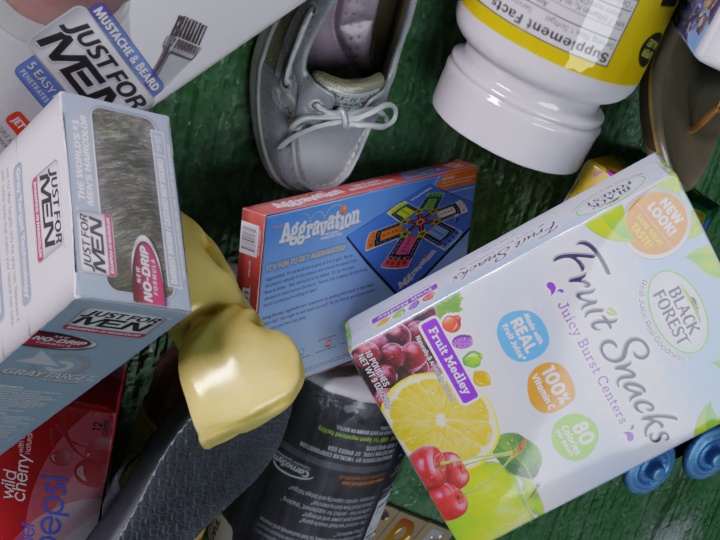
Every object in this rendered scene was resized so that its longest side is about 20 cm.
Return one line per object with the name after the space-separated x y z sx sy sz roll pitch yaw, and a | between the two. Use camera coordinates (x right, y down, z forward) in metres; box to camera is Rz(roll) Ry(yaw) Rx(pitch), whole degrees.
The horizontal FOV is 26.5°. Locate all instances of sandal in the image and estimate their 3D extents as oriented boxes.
0.227 -0.138 0.918 0.080 0.054 0.201 45 70 -35 | sandal
-0.113 0.123 0.845 0.201 0.043 0.076 -51 138 -10 | sandal

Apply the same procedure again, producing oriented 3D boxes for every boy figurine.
-0.089 0.018 0.771 0.064 0.200 0.125 -29 137 -12 | boy figurine

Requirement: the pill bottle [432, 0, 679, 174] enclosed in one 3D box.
0.119 -0.163 0.833 0.113 0.114 0.202 6 120 -36 | pill bottle

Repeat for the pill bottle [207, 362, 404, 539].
-0.034 0.131 0.957 0.105 0.106 0.202 1 121 -34 | pill bottle

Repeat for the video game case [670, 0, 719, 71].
0.220 -0.222 0.820 0.023 0.183 0.201 23 112 -9 | video game case

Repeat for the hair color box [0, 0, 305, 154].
-0.110 -0.142 0.719 0.199 0.064 0.111 -35 135 1 | hair color box

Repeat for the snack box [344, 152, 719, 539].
0.110 0.047 0.847 0.198 0.053 0.143 -28 107 7 | snack box

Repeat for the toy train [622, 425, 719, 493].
0.243 0.089 1.129 0.198 0.087 0.115 -11 122 -27 | toy train

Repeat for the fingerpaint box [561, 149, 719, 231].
0.136 0.030 0.963 0.201 0.073 0.167 -59 166 16 | fingerpaint box

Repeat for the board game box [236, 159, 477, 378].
0.000 0.000 0.878 0.199 0.019 0.104 -16 119 -51 | board game box

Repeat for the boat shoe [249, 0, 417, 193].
-0.006 -0.126 0.811 0.074 0.065 0.204 0 122 -33 | boat shoe

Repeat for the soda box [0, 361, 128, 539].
-0.179 0.137 0.879 0.063 0.070 0.202 10 119 -6 | soda box

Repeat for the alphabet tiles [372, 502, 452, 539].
-0.023 0.235 1.113 0.199 0.008 0.168 29 103 -43 | alphabet tiles

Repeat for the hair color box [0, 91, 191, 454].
-0.160 0.011 0.724 0.060 0.100 0.199 9 150 -37 | hair color box

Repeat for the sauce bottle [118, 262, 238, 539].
-0.102 0.092 0.911 0.065 0.066 0.202 2 122 -35 | sauce bottle
